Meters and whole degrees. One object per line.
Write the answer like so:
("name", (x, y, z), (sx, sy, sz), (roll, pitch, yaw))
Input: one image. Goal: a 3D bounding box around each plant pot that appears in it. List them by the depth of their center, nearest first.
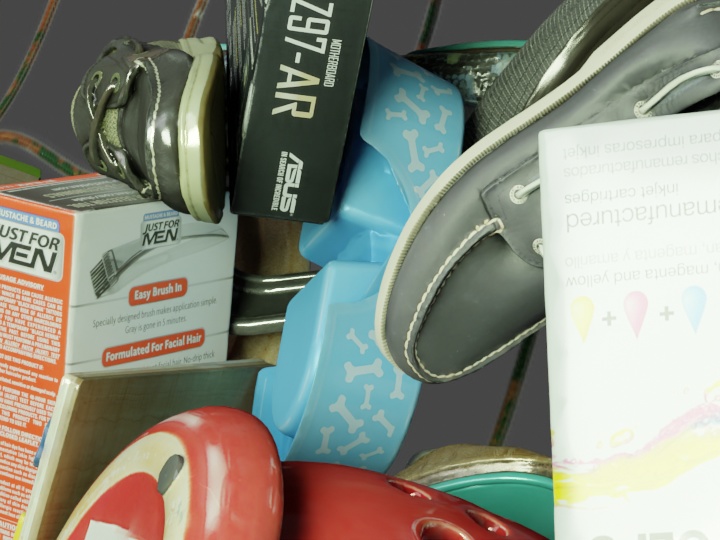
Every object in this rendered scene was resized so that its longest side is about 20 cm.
("plant pot", (-0.028, 0.164, 1.039), (0.200, 0.182, 0.201), (-48, 27, 34))

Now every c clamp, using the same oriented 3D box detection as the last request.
("c clamp", (-0.009, -0.027, 1.312), (0.170, 0.027, 0.200), (-13, 41, 2))

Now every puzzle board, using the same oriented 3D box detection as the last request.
("puzzle board", (-0.099, 0.111, 1.166), (0.017, 0.200, 0.151), (19, 96, 20))

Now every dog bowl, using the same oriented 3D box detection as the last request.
("dog bowl", (0.000, 0.000, 1.192), (0.111, 0.049, 0.201), (137, 146, -66))

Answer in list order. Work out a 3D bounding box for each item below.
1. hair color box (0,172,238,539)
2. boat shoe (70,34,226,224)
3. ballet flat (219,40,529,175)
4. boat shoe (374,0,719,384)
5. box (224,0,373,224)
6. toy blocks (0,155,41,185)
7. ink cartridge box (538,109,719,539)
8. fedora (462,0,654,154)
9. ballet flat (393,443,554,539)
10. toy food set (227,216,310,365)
("hair color box", (-0.116, 0.061, 1.233), (0.064, 0.111, 0.201), (14, 105, 35))
("boat shoe", (-0.090, -0.063, 1.190), (0.201, 0.066, 0.072), (-105, 16, -77))
("ballet flat", (0.014, -0.066, 1.290), (0.199, 0.074, 0.074), (0, 56, 19))
("boat shoe", (0.083, -0.024, 1.057), (0.200, 0.073, 0.063), (-45, 36, 14))
("box", (-0.026, -0.140, 1.191), (0.200, 0.043, 0.161), (-96, 15, -57))
("toy blocks", (-0.215, 0.021, 1.465), (0.200, 0.100, 0.137), (-112, 42, -75))
("ink cartridge box", (0.149, 0.056, 0.920), (0.145, 0.145, 0.201), (-5, 81, 20))
("fedora", (0.134, -0.049, 1.155), (0.200, 0.090, 0.177), (-48, 34, 17))
("ballet flat", (0.013, 0.118, 1.181), (0.200, 0.068, 0.072), (-37, 19, 26))
("toy food set", (-0.097, 0.040, 1.367), (0.200, 0.049, 0.198), (-40, 37, 13))
